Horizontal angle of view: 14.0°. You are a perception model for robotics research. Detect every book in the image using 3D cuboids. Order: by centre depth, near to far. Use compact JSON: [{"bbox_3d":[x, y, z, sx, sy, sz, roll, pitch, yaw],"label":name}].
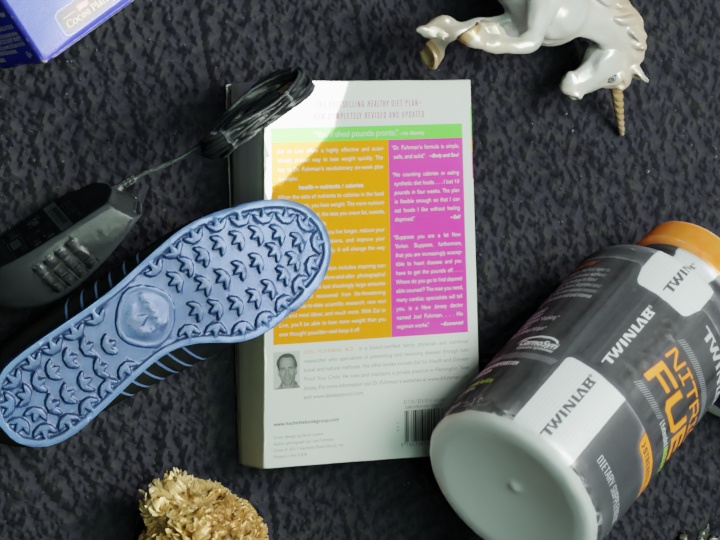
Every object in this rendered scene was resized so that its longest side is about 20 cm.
[{"bbox_3d":[0.000,0.000,1.546,0.133,0.048,0.201,-2,92,-27],"label":"book"}]

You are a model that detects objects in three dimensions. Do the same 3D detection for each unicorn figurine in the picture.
[{"bbox_3d":[0.081,-0.154,1.567,0.137,0.074,0.201,-23,94,-35],"label":"unicorn figurine"}]

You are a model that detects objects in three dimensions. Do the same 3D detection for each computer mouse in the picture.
[{"bbox_3d":[-0.105,-0.038,1.469,0.200,0.059,0.034,-32,111,-4],"label":"computer mouse"}]

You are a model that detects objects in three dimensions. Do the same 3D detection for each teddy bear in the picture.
[{"bbox_3d":[-0.105,0.202,1.479,0.200,0.067,0.145,-45,110,-19],"label":"teddy bear"}]

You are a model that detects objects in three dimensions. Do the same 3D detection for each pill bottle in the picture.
[{"bbox_3d":[0.132,0.057,1.563,0.200,0.106,0.106,-46,109,-36],"label":"pill bottle"}]

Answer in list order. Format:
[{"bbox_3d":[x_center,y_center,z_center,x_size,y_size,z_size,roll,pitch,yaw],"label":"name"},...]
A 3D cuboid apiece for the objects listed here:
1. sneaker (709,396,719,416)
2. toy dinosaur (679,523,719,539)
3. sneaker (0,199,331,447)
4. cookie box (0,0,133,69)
[{"bbox_3d":[0.287,0.075,1.659,0.199,0.088,0.076,11,85,-26],"label":"sneaker"},{"bbox_3d":[0.230,0.175,1.657,0.200,0.047,0.088,-29,108,-20],"label":"toy dinosaur"},{"bbox_3d":[-0.111,0.023,1.469,0.200,0.078,0.070,-29,101,-20],"label":"sneaker"},{"bbox_3d":[-0.158,-0.230,1.453,0.171,0.075,0.200,-38,105,-21],"label":"cookie box"}]
